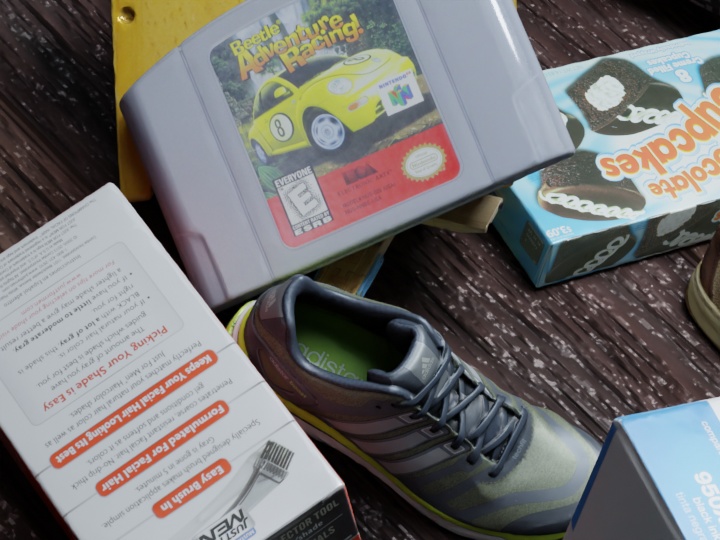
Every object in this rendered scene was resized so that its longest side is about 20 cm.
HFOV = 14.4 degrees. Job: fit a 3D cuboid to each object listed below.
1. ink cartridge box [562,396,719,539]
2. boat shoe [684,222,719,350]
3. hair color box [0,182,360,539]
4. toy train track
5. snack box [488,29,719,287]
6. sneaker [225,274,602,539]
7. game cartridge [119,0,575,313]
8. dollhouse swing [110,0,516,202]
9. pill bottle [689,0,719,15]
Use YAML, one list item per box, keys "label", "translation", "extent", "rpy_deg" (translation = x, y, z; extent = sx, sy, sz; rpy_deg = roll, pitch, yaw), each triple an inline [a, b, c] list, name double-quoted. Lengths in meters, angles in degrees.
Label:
- label: "ink cartridge box"
  translation: [0.197, 0.122, 1.294]
  extent: [0.199, 0.145, 0.085]
  rpy_deg: [-11, 52, -24]
- label: "boat shoe"
  translation: [0.247, 0.043, 1.434]
  extent: [0.072, 0.072, 0.200]
  rpy_deg: [-24, 57, -33]
- label: "hair color box"
  translation: [-0.101, 0.070, 1.296]
  extent: [0.111, 0.064, 0.200]
  rpy_deg: [-33, 59, -10]
- label: "toy train track"
  translation: [0.000, 0.000, 1.432]
  extent: [0.114, 0.033, 0.201]
  rpy_deg: [13, 51, 22]
- label: "snack box"
  translation: [0.152, -0.065, 1.535]
  extent: [0.199, 0.037, 0.116]
  rpy_deg: [-15, 53, -27]
- label: "sneaker"
  translation: [0.030, 0.065, 1.329]
  extent: [0.199, 0.081, 0.074]
  rpy_deg: [24, 67, -4]
- label: "game cartridge"
  translation: [-0.011, -0.078, 1.389]
  extent: [0.199, 0.041, 0.134]
  rpy_deg: [-24, 82, 7]
- label: "dollhouse swing"
  translation: [-0.015, -0.117, 1.495]
  extent: [0.198, 0.176, 0.183]
  rpy_deg: [-3, 89, 7]
- label: "pill bottle"
  translation: [0.155, -0.234, 1.644]
  extent: [0.199, 0.115, 0.114]
  rpy_deg: [27, 46, 11]
